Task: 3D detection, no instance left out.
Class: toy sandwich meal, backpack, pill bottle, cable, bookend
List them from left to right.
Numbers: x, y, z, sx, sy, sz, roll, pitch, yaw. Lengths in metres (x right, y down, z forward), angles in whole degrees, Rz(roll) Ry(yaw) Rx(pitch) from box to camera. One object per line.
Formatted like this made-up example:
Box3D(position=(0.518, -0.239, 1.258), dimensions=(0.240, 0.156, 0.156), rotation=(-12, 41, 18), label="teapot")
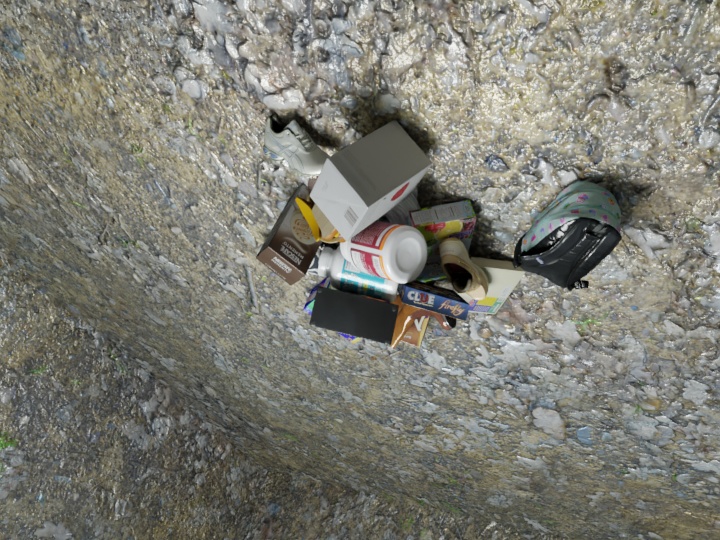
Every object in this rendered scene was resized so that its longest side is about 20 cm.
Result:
Box3D(position=(-0.066, -0.151, 1.208), dimensions=(0.201, 0.212, 0.069), rotation=(-11, 167, 42), label="toy sandwich meal")
Box3D(position=(-0.011, 0.108, 1.363), dimensions=(0.192, 0.095, 0.200), rotation=(13, 177, 3), label="bookend")
Box3D(position=(0.000, 0.000, 1.336), dimensions=(0.194, 0.113, 0.112), rotation=(13, 145, 6), label="pill bottle")
Box3D(position=(0.045, -0.127, 1.275), dimensions=(0.194, 0.070, 0.202), rotation=(6, 142, 26), label="cable")
Box3D(position=(0.042, -0.046, 1.187), dimensions=(0.113, 0.114, 0.198), rotation=(48, 163, -31), label="pill bottle")
Box3D(position=(0.403, -0.068, 1.073), dimensions=(0.162, 0.130, 0.201), rotation=(17, 146, -9), label="backpack")

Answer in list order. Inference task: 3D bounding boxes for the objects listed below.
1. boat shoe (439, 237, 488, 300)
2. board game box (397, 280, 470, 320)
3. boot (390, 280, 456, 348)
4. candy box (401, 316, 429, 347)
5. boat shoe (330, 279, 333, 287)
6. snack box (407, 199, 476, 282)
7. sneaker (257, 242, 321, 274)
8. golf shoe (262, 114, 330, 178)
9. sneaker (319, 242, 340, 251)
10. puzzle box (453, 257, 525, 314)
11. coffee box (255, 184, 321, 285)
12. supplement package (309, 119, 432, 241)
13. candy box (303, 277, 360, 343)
Box3D(position=(0.223, 0.015, 1.225), dimensions=(0.072, 0.071, 0.200), rotation=(-13, 138, 33), label="boat shoe")
Box3D(position=(0.148, 0.055, 1.183), dimensions=(0.131, 0.036, 0.200), rotation=(16, -175, -1), label="board game box")
Box3D(position=(0.132, 0.124, 1.402), dimensions=(0.068, 0.190, 0.201), rotation=(8, 130, -50), label="boot")
Box3D(position=(0.089, 0.121, 1.527), dimensions=(0.195, 0.120, 0.056), rotation=(20, 176, 9), label="candy box")
Box3D(position=(0.016, 0.037, 1.420), dimensions=(0.194, 0.065, 0.076), rotation=(0, 105, 25), label="boat shoe")
Box3D(position=(0.172, -0.058, 1.244), dimensions=(0.138, 0.054, 0.203), rotation=(-10, 144, -7), label="snack box")
Box3D(position=(-0.189, -0.055, 1.493), dimensions=(0.194, 0.081, 0.130), rotation=(19, 157, 8), label="sneaker")
Box3D(position=(-0.131, -0.263, 1.183), dimensions=(0.196, 0.078, 0.099), rotation=(25, 135, 24), label="golf shoe")
Box3D(position=(-0.033, -0.045, 1.437), dimensions=(0.194, 0.068, 0.092), rotation=(11, 142, 17), label="sneaker")
Box3D(position=(0.294, 0.041, 1.340), dimensions=(0.129, 0.026, 0.202), rotation=(6, 146, -8), label="puzzle box")
Box3D(position=(-0.150, -0.085, 1.338), dimensions=(0.113, 0.204, 0.079), rotation=(36, 145, -19), label="coffee box")
Box3D(position=(0.021, -0.176, 1.081), dimensions=(0.120, 0.199, 0.122), rotation=(48, 146, 7), label="supplement package")
Box3D(position=(-0.047, 0.115, 1.650), dimensions=(0.197, 0.078, 0.169), rotation=(34, 145, -14), label="candy box")
